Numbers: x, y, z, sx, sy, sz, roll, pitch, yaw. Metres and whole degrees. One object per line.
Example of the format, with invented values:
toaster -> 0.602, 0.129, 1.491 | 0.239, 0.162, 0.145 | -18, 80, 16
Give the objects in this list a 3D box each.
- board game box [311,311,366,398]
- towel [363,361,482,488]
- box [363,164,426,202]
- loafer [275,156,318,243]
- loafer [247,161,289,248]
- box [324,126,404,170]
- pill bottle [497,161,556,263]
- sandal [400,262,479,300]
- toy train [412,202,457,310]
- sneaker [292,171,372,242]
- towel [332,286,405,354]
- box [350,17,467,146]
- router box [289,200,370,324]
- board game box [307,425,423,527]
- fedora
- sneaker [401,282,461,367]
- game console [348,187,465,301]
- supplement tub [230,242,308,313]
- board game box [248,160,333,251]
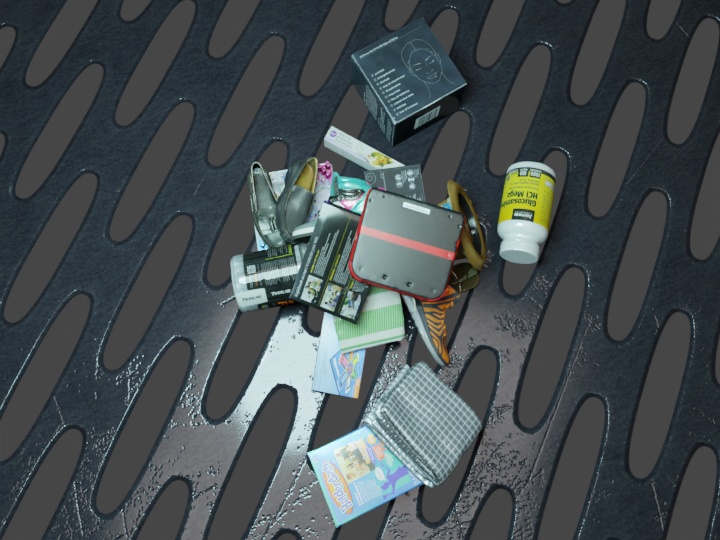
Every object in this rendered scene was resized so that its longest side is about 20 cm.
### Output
board game box -> -0.037, 0.157, 1.378 | 0.100, 0.019, 0.205 | 10, 87, 3
towel -> 0.128, 0.298, 1.300 | 0.200, 0.086, 0.165 | 45, 59, 3
box -> 0.079, -0.109, 1.428 | 0.129, 0.115, 0.205 | -7, 77, -4
loafer -> -0.133, -0.157, 1.406 | 0.072, 0.072, 0.204 | 21, 60, -31
loafer -> -0.207, -0.141, 1.430 | 0.070, 0.063, 0.204 | -18, 75, -8
box -> 0.009, -0.264, 1.508 | 0.197, 0.042, 0.039 | 29, 75, 8
pill bottle -> 0.361, -0.125, 1.438 | 0.110, 0.113, 0.205 | 12, 74, 2
sandal -> 0.165, 0.031, 1.427 | 0.196, 0.054, 0.082 | -12, 81, -20
toy train -> 0.142, -0.032, 1.301 | 0.113, 0.085, 0.205 | -12, 80, 5
sneaker -> -0.055, -0.136, 1.350 | 0.195, 0.084, 0.124 | -15, 78, 5
towel -> 0.008, 0.058, 1.346 | 0.149, 0.023, 0.205 | -12, 97, -1
box -> 0.107, -0.434, 1.514 | 0.197, 0.124, 0.199 | -29, 78, -8
router box -> -0.039, -0.016, 1.294 | 0.146, 0.051, 0.204 | 21, 98, -4
board game box -> 0.011, 0.397, 1.320 | 0.196, 0.045, 0.155 | -22, 76, -8
fedora -> 0.204, -0.089, 1.414 | 0.080, 0.200, 0.205 | -20, 73, 24
sneaker -> 0.167, 0.096, 1.356 | 0.110, 0.078, 0.203 | -26, 108, 0
game console -> 0.087, -0.047, 1.249 | 0.196, 0.031, 0.181 | 16, 89, -1
supplement tub -> -0.167, 0.012, 1.385 | 0.195, 0.123, 0.125 | -11, 75, -3
board game box -> -0.146, -0.138, 1.477 | 0.195, 0.026, 0.205 | -10, 74, -4
